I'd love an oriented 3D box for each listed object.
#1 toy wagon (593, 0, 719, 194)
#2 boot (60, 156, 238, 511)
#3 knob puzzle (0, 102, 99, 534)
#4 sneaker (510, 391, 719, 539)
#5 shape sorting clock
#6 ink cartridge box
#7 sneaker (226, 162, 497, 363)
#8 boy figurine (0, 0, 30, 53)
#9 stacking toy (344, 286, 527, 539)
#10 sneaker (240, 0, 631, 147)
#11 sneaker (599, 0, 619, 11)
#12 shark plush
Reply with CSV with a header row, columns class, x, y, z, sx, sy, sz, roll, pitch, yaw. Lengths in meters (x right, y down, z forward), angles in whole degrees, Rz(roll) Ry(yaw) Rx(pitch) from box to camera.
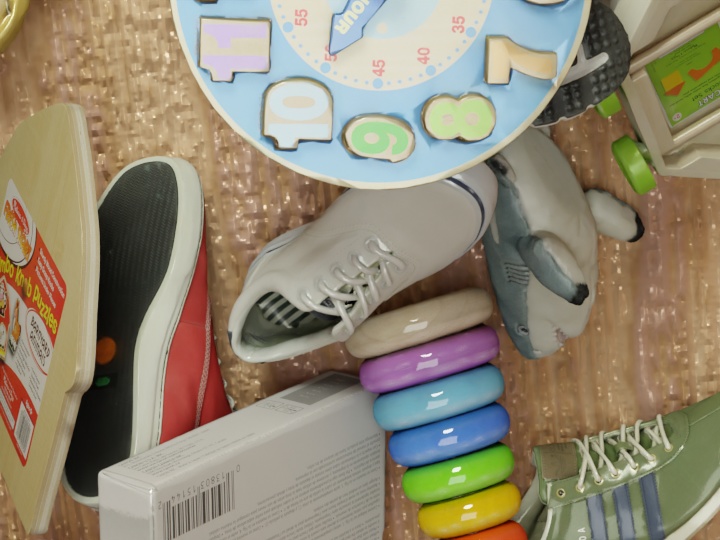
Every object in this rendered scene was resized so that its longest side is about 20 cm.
class,x,y,z,sx,sy,sz,roll,pitch,yaw
toy wagon,0.200,-0.100,1.166,0.154,0.040,0.200,-30,139,3
boot,-0.097,0.047,1.245,0.072,0.144,0.202,-3,72,31
knob puzzle,-0.163,0.006,1.174,0.030,0.220,0.221,4,109,-26
sneaker,0.137,0.124,1.254,0.090,0.067,0.200,38,107,-15
shape sorting clock,0.010,-0.136,1.025,0.198,0.039,0.202,0,103,-2
ink cartridge box,-0.058,0.166,1.212,0.044,0.199,0.178,11,109,36
sneaker,0.000,0.000,1.171,0.073,0.071,0.200,35,142,-16
boy figurine,-0.195,-0.206,1.171,0.123,0.064,0.201,16,103,-6
stacking toy,0.058,0.115,1.220,0.085,0.085,0.202,-17,89,7
sneaker,0.033,-0.101,1.096,0.198,0.080,0.074,-6,92,0
sneaker,0.175,-0.181,1.152,0.075,0.089,0.201,28,106,-8
shark plush,0.065,-0.043,1.212,0.083,0.091,0.200,-28,111,41
